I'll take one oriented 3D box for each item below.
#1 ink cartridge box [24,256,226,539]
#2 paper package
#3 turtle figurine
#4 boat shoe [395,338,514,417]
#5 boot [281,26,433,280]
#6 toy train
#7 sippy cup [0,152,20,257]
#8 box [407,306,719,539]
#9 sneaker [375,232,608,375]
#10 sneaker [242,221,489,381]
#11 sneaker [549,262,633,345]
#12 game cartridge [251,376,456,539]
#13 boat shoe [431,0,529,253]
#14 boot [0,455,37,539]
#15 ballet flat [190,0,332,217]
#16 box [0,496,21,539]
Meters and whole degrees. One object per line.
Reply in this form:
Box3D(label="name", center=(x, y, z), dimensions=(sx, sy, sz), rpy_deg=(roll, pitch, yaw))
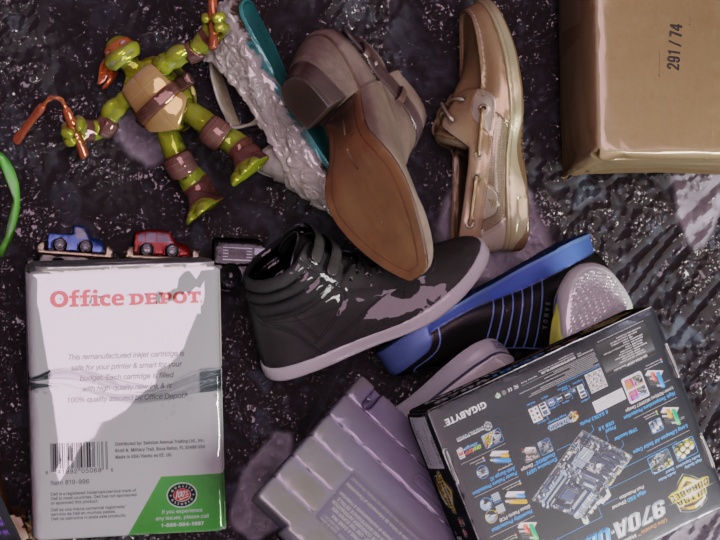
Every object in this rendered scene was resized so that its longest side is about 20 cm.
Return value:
Box3D(label="ink cartridge box", center=(-0.176, 0.091, 1.618), dimensions=(0.145, 0.083, 0.202), rpy_deg=(-1, 96, -10))
Box3D(label="paper package", center=(0.257, -0.178, 1.733), dimensions=(0.189, 0.103, 0.202), rpy_deg=(0, 83, -12))
Box3D(label="turtle figurine", center=(-0.157, -0.118, 1.671), dimensions=(0.199, 0.064, 0.162), rpy_deg=(-38, 90, 8))
Box3D(label="boat shoe", center=(0.051, 0.143, 1.653), dimensions=(0.200, 0.071, 0.070), rpy_deg=(-41, 58, 3))
Box3D(label="boot", center=(0.016, -0.098, 1.665), dimensions=(0.070, 0.146, 0.201), rpy_deg=(-30, 92, 27))
Box3D(label="toy train", center=(-0.158, -0.010, 1.674), dimensions=(0.198, 0.034, 0.046), rpy_deg=(2, 80, -11))
Box3D(label="sippy cup", center=(-0.352, -0.049, 1.601), dimensions=(0.176, 0.139, 0.132), rpy_deg=(12, 93, 30))
Box3D(label="box", center=(0.153, 0.136, 1.579), dimensions=(0.199, 0.046, 0.160), rpy_deg=(-24, 94, -19))
Box3D(label="sneaker", center=(0.112, 0.046, 1.700), dimensions=(0.199, 0.070, 0.078), rpy_deg=(-27, 93, -10))
Box3D(label="sneaker", center=(0.000, 0.000, 1.654), dimensions=(0.199, 0.071, 0.100), rpy_deg=(-26, 119, -4))
Box3D(label="sneaker", center=(0.171, 0.087, 1.678), dimensions=(0.075, 0.105, 0.202), rpy_deg=(-14, 104, -19))
Box3D(label="game cartridge", center=(0.030, 0.192, 1.589), dimensions=(0.200, 0.038, 0.130), rpy_deg=(43, 74, 0))
Box3D(label="boat shoe", center=(0.091, -0.114, 1.712), dimensions=(0.064, 0.071, 0.202), rpy_deg=(-5, 86, -11))
Box3D(label="boot", center=(-0.313, 0.160, 1.611), dimensions=(0.106, 0.075, 0.202), rpy_deg=(-20, 86, -3))
Box3D(label="ballet flat", center=(-0.067, -0.117, 1.695), dimensions=(0.071, 0.072, 0.201), rpy_deg=(-30, 88, -12))
Box3D(label="box", center=(-0.345, 0.148, 1.536), dimensions=(0.122, 0.106, 0.201), rpy_deg=(-38, 68, 24))
